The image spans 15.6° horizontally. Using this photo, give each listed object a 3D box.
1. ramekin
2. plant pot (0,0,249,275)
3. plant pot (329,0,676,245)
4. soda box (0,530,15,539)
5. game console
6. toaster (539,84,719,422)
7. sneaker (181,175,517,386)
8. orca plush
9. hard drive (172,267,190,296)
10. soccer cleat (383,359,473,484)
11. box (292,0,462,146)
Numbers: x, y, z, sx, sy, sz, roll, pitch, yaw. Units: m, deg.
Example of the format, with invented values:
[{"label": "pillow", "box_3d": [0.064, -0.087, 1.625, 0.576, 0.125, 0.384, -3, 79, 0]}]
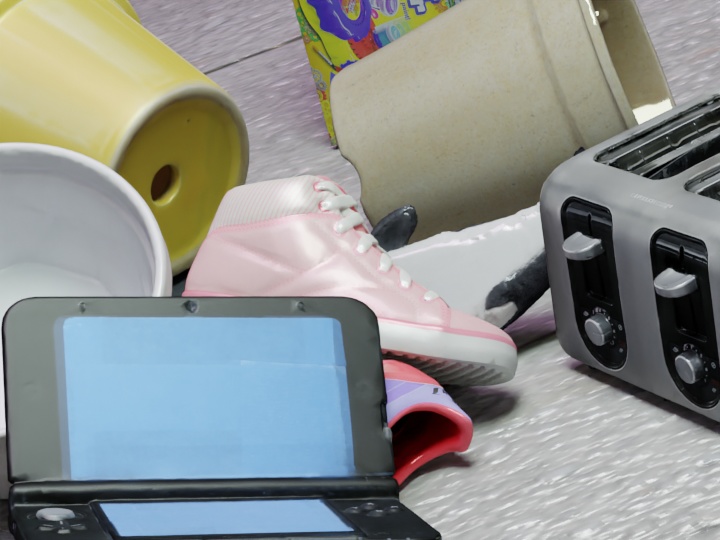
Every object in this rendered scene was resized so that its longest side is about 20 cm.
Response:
[{"label": "ramekin", "box_3d": [-0.200, 0.036, 1.510, 0.200, 0.105, 0.200, -4, 57, 6]}, {"label": "plant pot", "box_3d": [-0.181, -0.084, 1.657, 0.189, 0.201, 0.201, 25, 44, 36]}, {"label": "plant pot", "box_3d": [0.089, -0.094, 1.633, 0.183, 0.201, 0.201, -21, 21, 16]}, {"label": "soda box", "box_3d": [-0.196, 0.174, 1.334, 0.200, 0.063, 0.071, 5, 29, 37]}, {"label": "game console", "box_3d": [-0.072, 0.078, 1.302, 0.200, 0.117, 0.176, -1, 5, -12]}, {"label": "toaster", "box_3d": [0.222, -0.014, 1.429, 0.200, 0.119, 0.181, -26, 26, -23]}, {"label": "sneaker", "box_3d": [0.000, 0.000, 1.481, 0.200, 0.075, 0.105, 10, 76, 19]}, {"label": "orca plush", "box_3d": [0.064, 0.003, 1.540, 0.200, 0.071, 0.105, -44, 67, 2]}, {"label": "hard drive", "box_3d": [-0.134, 0.025, 1.657, 0.135, 0.042, 0.200, -12, 23, 8]}, {"label": "soccer cleat", "box_3d": [-0.032, 0.110, 1.383, 0.200, 0.067, 0.076, -29, 38, -30]}, {"label": "box", "box_3d": [0.040, -0.224, 1.908, 0.122, 0.200, 0.193, -5, 24, 23]}]
